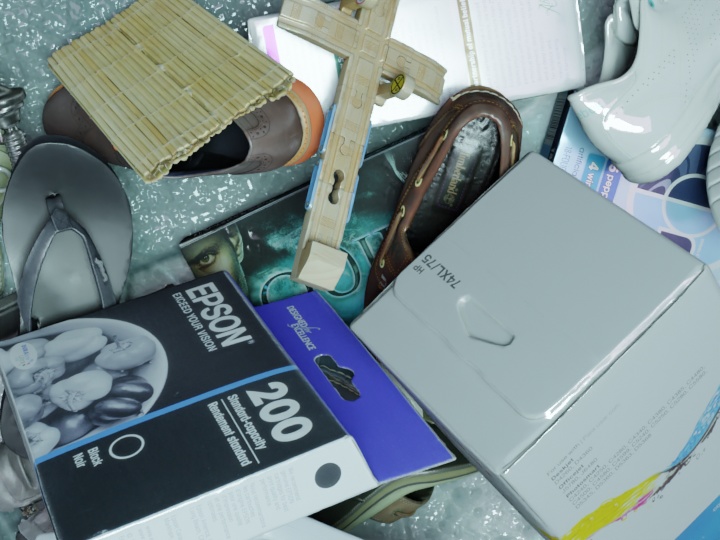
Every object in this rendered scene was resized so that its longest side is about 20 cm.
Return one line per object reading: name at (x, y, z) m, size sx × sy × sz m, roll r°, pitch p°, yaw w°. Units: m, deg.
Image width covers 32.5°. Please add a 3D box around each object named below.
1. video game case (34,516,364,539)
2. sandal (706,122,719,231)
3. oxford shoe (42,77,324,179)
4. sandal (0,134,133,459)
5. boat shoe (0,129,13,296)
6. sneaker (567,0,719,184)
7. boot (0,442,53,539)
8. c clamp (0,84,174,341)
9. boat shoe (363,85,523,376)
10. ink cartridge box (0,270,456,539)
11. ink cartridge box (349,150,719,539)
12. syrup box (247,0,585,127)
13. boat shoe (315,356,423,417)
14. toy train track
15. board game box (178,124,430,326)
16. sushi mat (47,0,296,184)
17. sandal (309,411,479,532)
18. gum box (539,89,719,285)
video game case at (-0.059, 0.181, 0.733) m, size 0.200 × 0.182 × 0.023 m, roll 34°, pitch 51°, yaw -44°
sandal at (0.272, -0.100, 0.782) m, size 0.050 × 0.082 × 0.203 m, roll 37°, pitch 59°, yaw -45°
oxford shoe at (-0.123, -0.090, 0.733) m, size 0.200 × 0.073 × 0.071 m, roll 3°, pitch 109°, yaw 31°
sandal at (-0.174, 0.020, 0.734) m, size 0.076 × 0.043 × 0.200 m, roll 1°, pitch 103°, yaw -18°
boat shoe at (-0.245, -0.066, 0.764) m, size 0.062 × 0.072 × 0.200 m, roll -9°, pitch 97°, yaw 3°
sneaker at (0.196, -0.155, 0.762) m, size 0.088 × 0.075 × 0.200 m, roll 40°, pitch 68°, yaw -17°
boot at (-0.148, 0.159, 0.822) m, size 0.132 × 0.070 × 0.200 m, roll -43°, pitch 94°, yaw 10°
c clamp at (-0.218, -0.030, 0.746) m, size 0.171 × 0.027 × 0.200 m, roll -32°, pitch 121°, yaw -26°
boat shoe at (0.045, -0.011, 0.737) m, size 0.070 × 0.070 × 0.200 m, roll 12°, pitch 109°, yaw -2°
ink cartridge box at (-0.081, 0.069, 0.665) m, size 0.200 × 0.198 × 0.043 m, roll -18°, pitch 122°, yaw -18°
ink cartridge box at (0.125, 0.068, 0.693) m, size 0.146 × 0.147 × 0.200 m, roll -44°, pitch 133°, yaw -3°
syrup box at (0.031, -0.137, 0.775) m, size 0.200 × 0.079 × 0.081 m, roll -10°, pitch 101°, yaw -4°
boat shoe at (-0.061, 0.072, 0.767) m, size 0.200 × 0.062 × 0.075 m, roll 21°, pitch 114°, yaw 16°
toy train track at (0.001, -0.087, 0.687) m, size 0.115 × 0.033 × 0.200 m, roll 21°, pitch 76°, yaw -30°
board game box at (0.000, 0.000, 0.798) m, size 0.200 × 0.028 × 0.135 m, roll -24°, pitch 101°, yaw 13°
sushi mat at (-0.115, -0.114, 0.707) m, size 0.096 × 0.200 × 0.012 m, roll -34°, pitch 128°, yaw -10°
sandal at (0.007, 0.135, 0.813) m, size 0.201 × 0.080 × 0.057 m, roll -22°, pitch 140°, yaw -22°
gum box at (0.206, -0.013, 0.830) m, size 0.200 × 0.045 × 0.170 m, roll 15°, pitch 98°, yaw -7°
